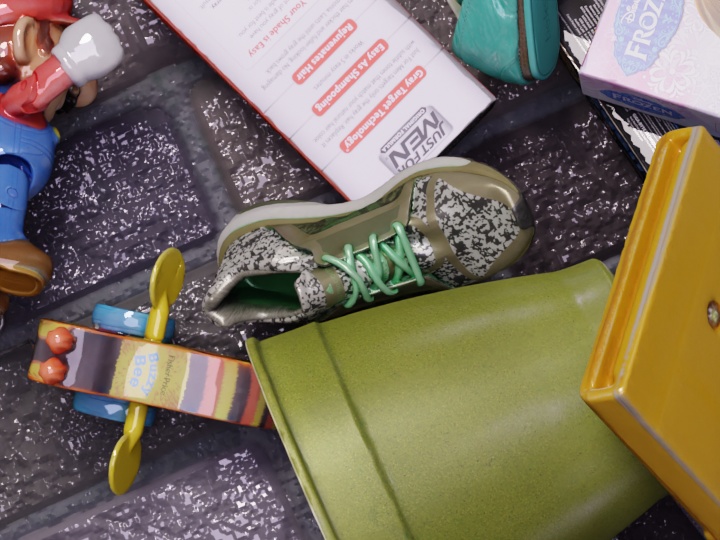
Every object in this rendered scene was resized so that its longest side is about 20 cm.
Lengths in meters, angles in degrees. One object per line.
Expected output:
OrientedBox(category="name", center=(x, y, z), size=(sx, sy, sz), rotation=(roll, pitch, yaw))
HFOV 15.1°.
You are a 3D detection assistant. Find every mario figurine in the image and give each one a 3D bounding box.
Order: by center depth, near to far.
OrientedBox(category="mario figurine", center=(-0.178, -0.072, 1.504), size=(0.123, 0.106, 0.200), rotation=(-4, 65, 20))

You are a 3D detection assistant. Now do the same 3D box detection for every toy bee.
OrientedBox(category="toy bee", center=(-0.140, 0.059, 1.499), size=(0.200, 0.109, 0.131), rotation=(-9, 90, 0))

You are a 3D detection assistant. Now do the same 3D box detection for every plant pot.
OrientedBox(category="plant pot", center=(0.067, 0.090, 1.434), size=(0.193, 0.200, 0.200), rotation=(-23, 88, 0))

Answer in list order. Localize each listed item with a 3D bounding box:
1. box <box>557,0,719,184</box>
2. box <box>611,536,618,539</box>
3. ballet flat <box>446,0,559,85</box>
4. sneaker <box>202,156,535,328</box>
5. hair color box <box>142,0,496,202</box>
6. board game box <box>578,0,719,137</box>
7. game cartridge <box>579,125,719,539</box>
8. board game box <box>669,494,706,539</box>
OrientedBox(category="box", center=(0.232, -0.117, 1.508), size=(0.198, 0.050, 0.200), rotation=(-33, 74, -1))
OrientedBox(category="box", center=(0.123, 0.269, 1.497), size=(0.164, 0.086, 0.200), rotation=(-34, 88, -1))
OrientedBox(category="ballet flat", center=(0.072, -0.196, 1.462), size=(0.070, 0.067, 0.200), rotation=(12, 117, 21))
OrientedBox(category="sneaker", center=(0.000, 0.000, 1.457), size=(0.200, 0.089, 0.077), rotation=(-14, 113, 29))
OrientedBox(category="hair color box", center=(-0.029, -0.129, 1.526), size=(0.102, 0.061, 0.200), rotation=(-45, 87, 0))
OrientedBox(category="board game box", center=(0.245, -0.160, 1.471), size=(0.199, 0.041, 0.200), rotation=(18, 79, 13))
OrientedBox(category="game cartridge", center=(0.195, 0.054, 1.399), size=(0.200, 0.032, 0.176), rotation=(48, 47, -33))
OrientedBox(category="board game box", center=(0.254, 0.068, 1.523), size=(0.200, 0.045, 0.152), rotation=(-38, 88, -1))
